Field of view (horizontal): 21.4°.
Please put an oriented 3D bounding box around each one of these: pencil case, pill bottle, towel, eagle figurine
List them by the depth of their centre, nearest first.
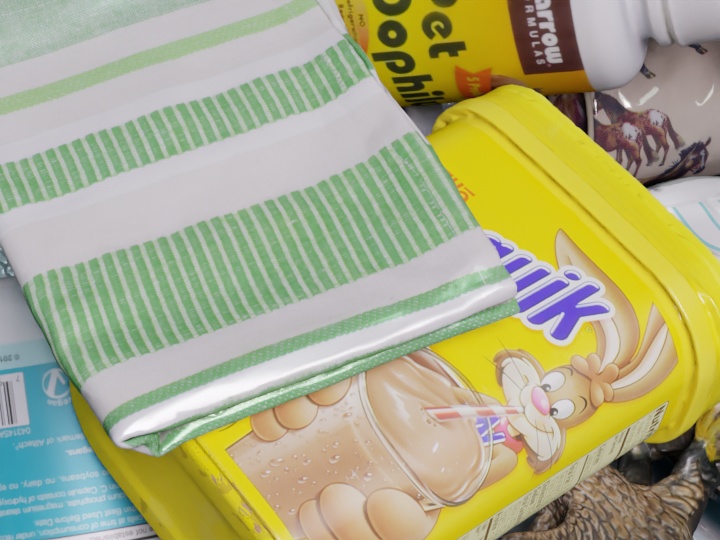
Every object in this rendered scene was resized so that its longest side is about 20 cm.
[{"bbox_3d":[-0.054,-0.039,0.650,0.152,0.023,0.201,-21,57,-15],"label":"towel"},{"bbox_3d":[-0.107,0.102,0.734,0.110,0.111,0.202,-7,88,-14],"label":"pill bottle"},{"bbox_3d":[0.047,-0.122,0.757,0.198,0.109,0.110,-3,73,18],"label":"pill bottle"},{"bbox_3d":[0.083,0.115,0.764,0.150,0.153,0.200,26,47,28],"label":"eagle figurine"},{"bbox_3d":[0.170,-0.091,0.869,0.198,0.078,0.090,-12,69,-15],"label":"pencil case"}]

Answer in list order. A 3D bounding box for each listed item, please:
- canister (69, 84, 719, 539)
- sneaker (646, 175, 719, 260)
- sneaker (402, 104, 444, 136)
[{"bbox_3d":[0.015,0.033,0.675,0.199,0.087,0.149,-29,60,-28],"label":"canister"},{"bbox_3d":[0.159,-0.003,0.849,0.199,0.070,0.081,-11,87,-13],"label":"sneaker"},{"bbox_3d":[0.000,0.000,0.810,0.070,0.073,0.202,3,75,-19],"label":"sneaker"}]
